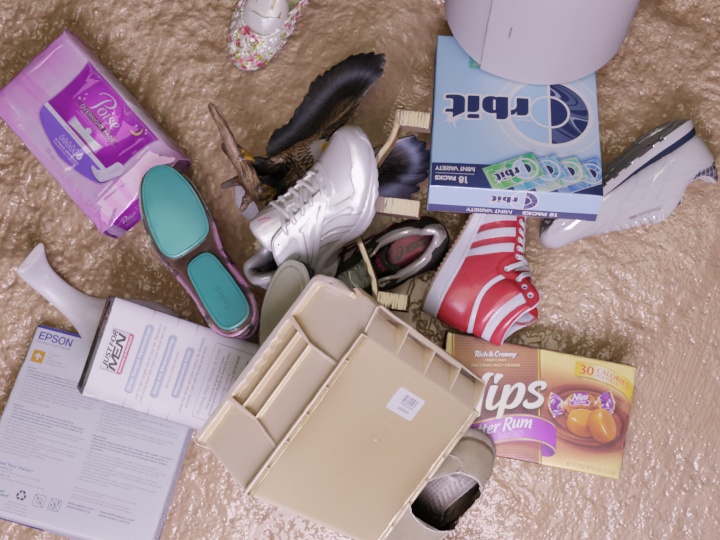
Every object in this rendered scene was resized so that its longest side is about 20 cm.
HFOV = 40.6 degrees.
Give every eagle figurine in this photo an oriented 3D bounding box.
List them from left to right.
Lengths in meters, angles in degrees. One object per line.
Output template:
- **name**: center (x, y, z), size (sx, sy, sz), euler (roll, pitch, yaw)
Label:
- **eagle figurine**: center (-0.040, -0.123, 1.017), size (0.198, 0.150, 0.154), euler (-26, 129, -28)

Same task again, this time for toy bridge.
- **toy bridge**: center (0.027, -0.063, 0.957), size (0.066, 0.027, 0.203), euler (6, 87, 8)

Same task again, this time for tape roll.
- **tape roll**: center (0.187, -0.309, 0.968), size (0.199, 0.140, 0.206), euler (0, 65, 0)

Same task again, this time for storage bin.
- **storage bin**: center (-0.010, 0.132, 0.899), size (0.200, 0.199, 0.094), euler (-53, 43, 0)

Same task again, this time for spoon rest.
- **spoon rest**: center (-0.270, 0.051, 1.032), size (0.199, 0.061, 0.100), euler (37, 66, -1)

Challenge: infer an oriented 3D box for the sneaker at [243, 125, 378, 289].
- **sneaker**: center (-0.053, -0.050, 0.928), size (0.078, 0.098, 0.202), euler (56, 131, 41)

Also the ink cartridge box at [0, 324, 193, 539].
- **ink cartridge box**: center (-0.280, 0.178, 1.022), size (0.193, 0.043, 0.202), euler (14, 67, 3)

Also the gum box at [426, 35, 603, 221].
- **gum box**: center (0.155, -0.149, 0.991), size (0.167, 0.045, 0.202), euler (4, 59, 3)

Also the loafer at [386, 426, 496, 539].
- **loafer**: center (0.058, 0.240, 0.974), size (0.075, 0.068, 0.201), euler (36, 110, -5)

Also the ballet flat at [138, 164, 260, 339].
- **ballet flat**: center (-0.162, -0.013, 0.986), size (0.069, 0.071, 0.201), euler (-32, 76, -6)

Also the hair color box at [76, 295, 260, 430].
- **hair color box**: center (-0.173, 0.104, 0.984), size (0.198, 0.060, 0.100), euler (21, 84, -21)

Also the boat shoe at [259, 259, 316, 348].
- **boat shoe**: center (-0.055, 0.085, 0.951), size (0.065, 0.074, 0.203), euler (-7, 107, -38)

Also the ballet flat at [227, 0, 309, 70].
- **ballet flat**: center (-0.083, -0.310, 1.047), size (0.075, 0.064, 0.201), euler (33, 88, 4)

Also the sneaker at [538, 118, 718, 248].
- **sneaker**: center (0.279, -0.074, 1.014), size (0.199, 0.076, 0.081), euler (-34, 103, 4)

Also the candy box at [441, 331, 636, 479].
- **candy box**: center (0.175, 0.137, 1.008), size (0.197, 0.056, 0.119), euler (11, 87, 2)

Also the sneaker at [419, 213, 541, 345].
- **sneaker**: center (0.156, -0.019, 0.997), size (0.112, 0.071, 0.202), euler (29, 79, 15)

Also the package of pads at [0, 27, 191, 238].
- **package of pads**: center (-0.286, -0.146, 1.038), size (0.120, 0.076, 0.200), euler (-43, 86, -1)

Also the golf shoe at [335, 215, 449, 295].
- **golf shoe**: center (0.000, 0.000, 1.010), size (0.198, 0.088, 0.078), euler (-31, 87, 1)
